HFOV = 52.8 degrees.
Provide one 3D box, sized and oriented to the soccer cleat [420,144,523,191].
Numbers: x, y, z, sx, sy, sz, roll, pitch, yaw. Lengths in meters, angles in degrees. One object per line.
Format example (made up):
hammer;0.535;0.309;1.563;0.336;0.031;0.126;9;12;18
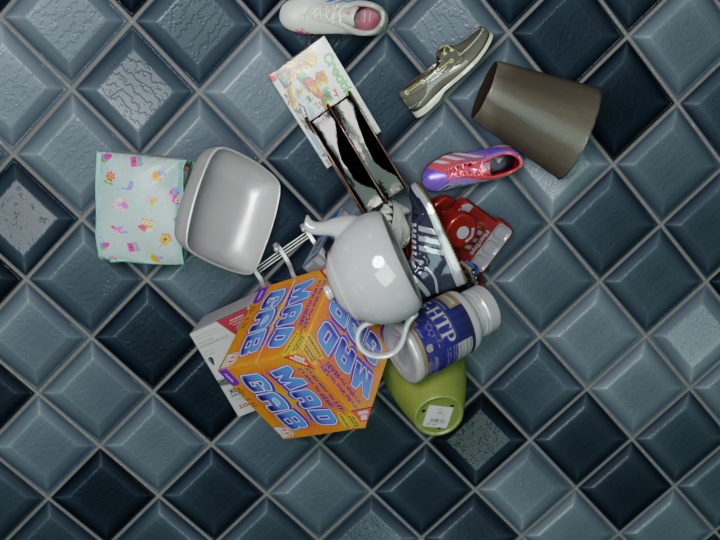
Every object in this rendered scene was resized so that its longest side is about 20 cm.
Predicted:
soccer cleat;0.212;-0.194;1.379;0.195;0.073;0.070;-13;106;-1

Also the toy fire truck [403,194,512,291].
toy fire truck;0.187;-0.037;1.410;0.166;0.112;0.202;29;103;-27

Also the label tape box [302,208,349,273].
label tape box;0.000;0.000;1.375;0.199;0.145;0.063;41;130;-15

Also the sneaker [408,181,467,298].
sneaker;0.104;-0.047;1.295;0.107;0.070;0.203;-25;96;9

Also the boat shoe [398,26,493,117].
boat shoe;0.156;-0.373;1.327;0.060;0.072;0.202;42;102;-18

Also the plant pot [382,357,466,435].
plant pot;0.132;0.214;1.398;0.183;0.201;0.191;-4;121;-6

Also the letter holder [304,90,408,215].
letter holder;-0.006;-0.203;1.273;0.099;0.142;0.202;-32;96;4

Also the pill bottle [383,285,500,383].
pill bottle;0.150;0.107;1.310;0.197;0.119;0.122;-25;108;-23

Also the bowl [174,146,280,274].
bowl;-0.248;-0.110;1.316;0.199;0.074;0.204;27;79;-53

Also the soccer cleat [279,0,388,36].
soccer cleat;-0.046;-0.454;1.281;0.195;0.086;0.072;1;106;-4

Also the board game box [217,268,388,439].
board game box;-0.092;0.150;1.300;0.197;0.202;0.201;-16;126;34

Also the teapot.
teapot;0.008;0.014;1.197;0.144;0.202;0.198;-26;141;7

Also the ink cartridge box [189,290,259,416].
ink cartridge box;-0.218;0.166;1.425;0.144;0.083;0.203;-23;106;18

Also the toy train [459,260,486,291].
toy train;0.227;0.040;1.416;0.046;0.034;0.201;-44;142;-8

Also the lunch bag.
lunch bag;-0.396;-0.111;1.332;0.166;0.122;0.205;4;100;-6

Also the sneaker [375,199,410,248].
sneaker;0.058;-0.057;1.357;0.080;0.203;0.075;23;141;-23

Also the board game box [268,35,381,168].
board game box;-0.065;-0.310;1.346;0.125;0.035;0.202;-33;105;4

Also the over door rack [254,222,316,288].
over door rack;-0.112;0.031;1.420;0.146;0.067;0.202;-33;105;6

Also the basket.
basket;0.314;-0.290;1.333;0.196;0.136;0.184;21;90;-6
